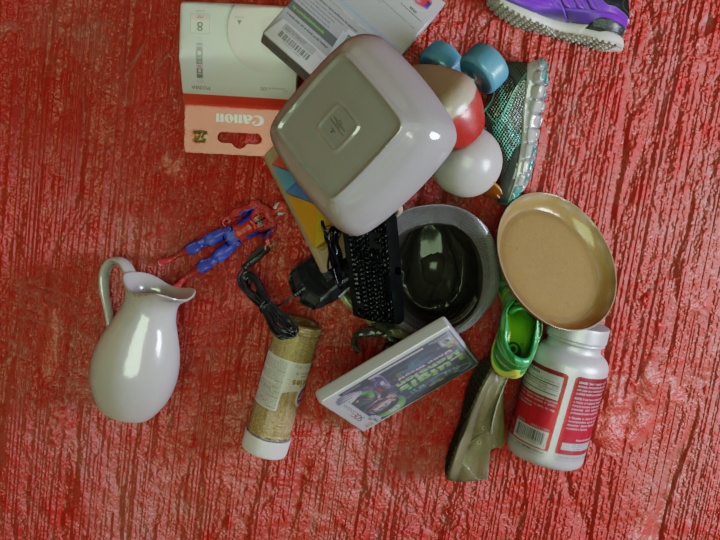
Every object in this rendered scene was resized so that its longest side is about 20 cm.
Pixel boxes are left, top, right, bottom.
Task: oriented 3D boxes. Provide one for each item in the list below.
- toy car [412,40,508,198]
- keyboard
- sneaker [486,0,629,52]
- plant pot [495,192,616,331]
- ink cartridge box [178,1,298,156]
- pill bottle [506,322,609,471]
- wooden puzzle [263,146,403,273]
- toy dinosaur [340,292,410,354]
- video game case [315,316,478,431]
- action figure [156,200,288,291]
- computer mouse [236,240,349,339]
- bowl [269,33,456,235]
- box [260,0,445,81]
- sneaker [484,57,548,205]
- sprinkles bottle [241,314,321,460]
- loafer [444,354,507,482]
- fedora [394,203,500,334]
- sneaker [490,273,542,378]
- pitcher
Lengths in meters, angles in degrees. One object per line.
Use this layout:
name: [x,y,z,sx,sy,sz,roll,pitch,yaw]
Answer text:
toy car: [0.116,-0.166,1.294,0.184,0.177,0.200,-44,122,-15]
keyboard: [0.000,0.000,1.264,0.103,0.040,0.201,10,134,18]
sneaker: [0.265,-0.364,1.300,0.199,0.070,0.100,16,94,-6]
plant pot: [0.261,-0.009,1.328,0.199,0.027,0.201,12,62,-25]
ink cartridge box: [-0.164,-0.258,1.332,0.161,0.057,0.201,3,96,0]
pill bottle: [0.281,0.167,1.371,0.112,0.112,0.201,13,100,-2]
wooden puzzle: [-0.045,-0.113,1.279,0.200,0.037,0.186,-38,76,48]
toy dinosaur: [0.031,0.088,1.390,0.199,0.047,0.089,26,74,0]
video game case: [0.056,0.147,1.348,0.199,0.182,0.023,-31,63,6]
action figure: [-0.186,-0.038,1.350,0.199,0.099,0.065,-31,99,4]
computer mouse: [-0.073,-0.004,1.377,0.200,0.046,0.140,-43,68,-9]
bowl: [-0.010,-0.163,1.162,0.200,0.075,0.200,-44,70,20]
box: [-0.009,-0.326,1.287,0.156,0.041,0.200,40,80,-6]
sneaker: [0.198,-0.191,1.336,0.091,0.078,0.201,11,98,15]
sprinkles bottle: [-0.113,0.166,1.398,0.068,0.068,0.201,16,100,-2]
loafer: [0.178,0.214,1.404,0.067,0.076,0.201,17,107,-6]
fedora: [0.101,-0.008,1.351,0.176,0.090,0.201,-12,110,5]
sneaker: [0.224,0.047,1.344,0.074,0.084,0.201,7,74,-11]
pitcher: [-0.322,0.094,1.372,0.171,0.121,0.201,29,110,36]
